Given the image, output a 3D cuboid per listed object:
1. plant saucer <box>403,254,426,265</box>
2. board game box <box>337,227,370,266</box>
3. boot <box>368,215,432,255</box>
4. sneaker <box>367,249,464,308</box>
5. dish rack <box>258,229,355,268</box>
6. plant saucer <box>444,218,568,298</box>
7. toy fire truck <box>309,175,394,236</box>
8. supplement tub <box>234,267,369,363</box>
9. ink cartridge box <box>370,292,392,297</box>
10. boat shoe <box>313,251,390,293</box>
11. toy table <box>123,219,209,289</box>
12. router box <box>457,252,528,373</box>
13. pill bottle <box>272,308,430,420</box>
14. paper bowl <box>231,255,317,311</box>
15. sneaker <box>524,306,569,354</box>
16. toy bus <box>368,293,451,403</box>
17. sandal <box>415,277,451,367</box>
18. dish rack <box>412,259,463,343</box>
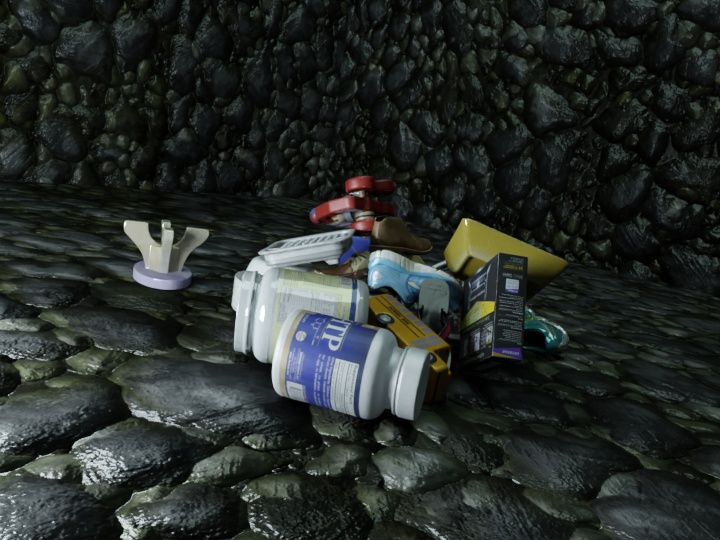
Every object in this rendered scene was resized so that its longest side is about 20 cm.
[{"bbox_3d":[0.145,0.056,1.458,0.201,0.048,0.200,51,15,2],"label":"plant saucer"},{"bbox_3d":[0.006,-0.010,1.595,0.094,0.165,0.200,10,10,6],"label":"board game box"},{"bbox_3d":[0.090,-0.070,1.401,0.072,0.078,0.197,3,1,36],"label":"boot"},{"bbox_3d":[0.099,0.036,1.256,0.194,0.093,0.078,19,-12,-7],"label":"sneaker"},{"bbox_3d":[-0.092,-0.038,1.280,0.166,0.045,0.200,-10,9,5],"label":"dish rack"},{"bbox_3d":[0.249,-0.002,1.236,0.195,0.050,0.200,24,-16,3],"label":"plant saucer"},{"bbox_3d":[-0.017,-0.122,1.457,0.164,0.116,0.198,-12,-6,31],"label":"toy fire truck"},{"bbox_3d":[-0.091,0.076,1.067,0.193,0.150,0.145,8,10,-5],"label":"supplement tub"},{"bbox_3d":[0.010,0.070,1.376,0.140,0.086,0.200,7,11,-9],"label":"ink cartridge box"},{"bbox_3d":[0.000,0.000,1.291,0.195,0.076,0.075,0,14,-36],"label":"boat shoe"},{"bbox_3d":[-0.424,-0.040,1.491,0.179,0.121,0.199,3,11,-31],"label":"toy table"},{"bbox_3d":[0.213,0.076,1.120,0.050,0.163,0.200,8,-14,-5],"label":"router box"},{"bbox_3d":[-0.009,0.131,0.920,0.194,0.124,0.119,12,10,14],"label":"pill bottle"},{"bbox_3d":[-0.156,0.033,1.373,0.194,0.108,0.201,8,9,-1],"label":"paper bowl"},{"bbox_3d":[0.341,0.123,1.435,0.078,0.080,0.198,-10,20,-37],"label":"sneaker"},{"bbox_3d":[0.073,0.118,1.076,0.077,0.067,0.199,-10,35,-35],"label":"toy bus"},{"bbox_3d":[0.120,0.091,1.150,0.073,0.205,0.046,7,-34,0],"label":"sandal"},{"bbox_3d":[0.191,0.057,1.325,0.196,0.044,0.172,-22,53,-30],"label":"dish rack"}]
